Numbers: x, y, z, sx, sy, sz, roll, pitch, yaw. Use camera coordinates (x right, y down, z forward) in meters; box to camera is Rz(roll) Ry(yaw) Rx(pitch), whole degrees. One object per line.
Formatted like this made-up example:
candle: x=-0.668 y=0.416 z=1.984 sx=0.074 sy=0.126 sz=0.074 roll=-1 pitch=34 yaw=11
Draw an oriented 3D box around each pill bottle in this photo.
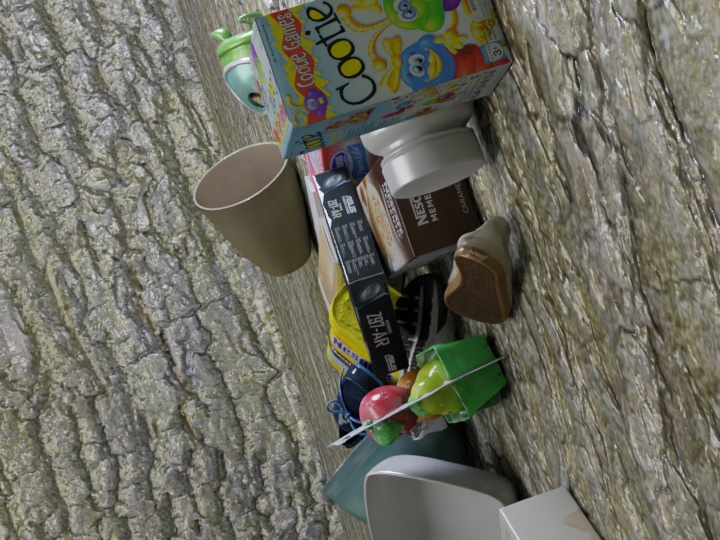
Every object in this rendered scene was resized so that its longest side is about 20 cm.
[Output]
pill bottle: x=0.041 y=-0.178 z=1.396 sx=0.113 sy=0.113 sz=0.201 roll=118 pitch=133 yaw=-77

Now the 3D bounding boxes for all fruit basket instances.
fruit basket: x=0.061 y=0.152 z=1.635 sx=0.094 sy=0.199 sz=0.185 roll=56 pitch=169 yaw=3

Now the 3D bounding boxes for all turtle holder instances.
turtle holder: x=-0.104 y=-0.290 z=2.016 sx=0.141 sy=0.184 sz=0.133 roll=-22 pitch=-85 yaw=-68

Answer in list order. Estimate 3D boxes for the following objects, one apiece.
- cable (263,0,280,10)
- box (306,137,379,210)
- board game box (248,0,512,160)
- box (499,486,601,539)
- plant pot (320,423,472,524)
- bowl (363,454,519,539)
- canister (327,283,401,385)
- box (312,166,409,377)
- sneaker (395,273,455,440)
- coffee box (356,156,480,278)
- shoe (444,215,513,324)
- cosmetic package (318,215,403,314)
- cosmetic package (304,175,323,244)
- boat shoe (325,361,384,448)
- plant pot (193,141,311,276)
cable: x=-0.113 y=-0.459 z=1.897 sx=0.200 sy=0.069 sz=0.201 roll=103 pitch=149 yaw=-70
box: x=-0.016 y=-0.164 z=1.795 sx=0.201 sy=0.094 sz=0.103 roll=83 pitch=166 yaw=-48
board game box: x=0.014 y=-0.184 z=1.279 sx=0.105 sy=0.199 sz=0.104 roll=125 pitch=126 yaw=-77
box: x=0.210 y=0.314 z=1.436 sx=0.200 sy=0.077 sz=0.095 roll=-121 pitch=16 yaw=-53
plant pot: x=0.064 y=0.260 z=1.912 sx=0.134 sy=0.200 sz=0.200 roll=43 pitch=165 yaw=9
bowl: x=0.111 y=0.306 z=1.774 sx=0.075 sy=0.199 sz=0.201 roll=-51 pitch=-39 yaw=-47
canister: x=0.026 y=0.098 z=1.933 sx=0.148 sy=0.087 sz=0.200 roll=36 pitch=163 yaw=8
box: x=0.000 y=0.000 z=1.730 sx=0.201 sy=0.043 sz=0.161 roll=-109 pitch=2 yaw=-47
sneaker: x=0.087 y=0.100 z=1.777 sx=0.074 sy=0.080 sz=0.201 roll=20 pitch=111 yaw=54
coffee box: x=0.059 y=-0.067 z=1.591 sx=0.200 sy=0.079 sz=0.115 roll=135 pitch=116 yaw=-80
shoe: x=0.124 y=0.004 z=1.461 sx=0.200 sy=0.070 sz=0.054 roll=88 pitch=-155 yaw=-71
cosmetic package: x=0.001 y=-0.012 z=1.959 sx=0.200 sy=0.105 sz=0.071 roll=97 pitch=154 yaw=-65
cosmetic package: x=-0.018 y=-0.049 z=2.061 sx=0.051 sy=0.082 sz=0.201 roll=-117 pitch=14 yaw=-54
boat shoe: x=0.001 y=0.190 z=1.947 sx=0.084 sy=0.069 sz=0.200 roll=38 pitch=160 yaw=24
plant pot: x=-0.171 y=-0.094 z=2.632 sx=0.201 sy=0.187 sz=0.187 roll=61 pitch=177 yaw=-33
